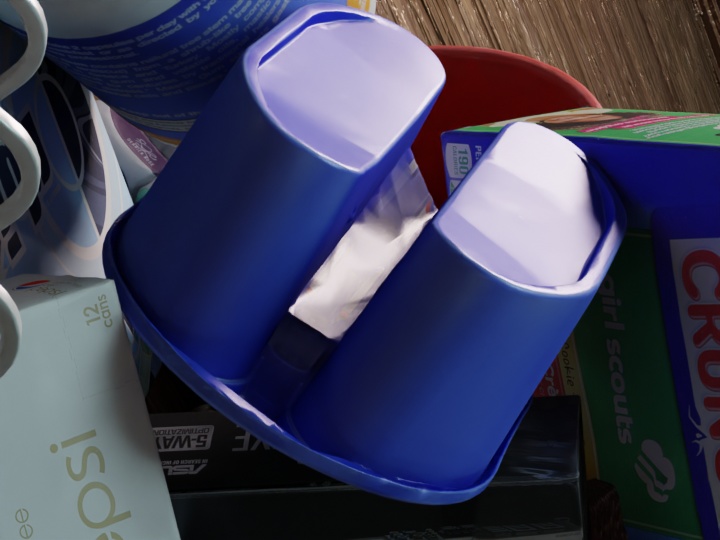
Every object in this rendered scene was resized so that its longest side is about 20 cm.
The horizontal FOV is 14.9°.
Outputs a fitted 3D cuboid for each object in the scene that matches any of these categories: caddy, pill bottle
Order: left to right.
[{"bbox_3d":[-0.074,-0.118,0.899,0.200,0.112,0.112,41,38,-67],"label":"pill bottle"},{"bbox_3d":[0.000,0.000,0.870,0.141,0.105,0.200,35,21,2],"label":"caddy"}]

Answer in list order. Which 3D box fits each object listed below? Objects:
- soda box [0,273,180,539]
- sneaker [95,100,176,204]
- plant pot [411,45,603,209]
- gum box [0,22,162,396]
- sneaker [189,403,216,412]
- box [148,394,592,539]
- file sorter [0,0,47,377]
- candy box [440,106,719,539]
[{"bbox_3d":[-0.090,0.105,0.826,0.064,0.068,0.201,3,-71,59],"label":"soda box"},{"bbox_3d":[-0.028,-0.005,1.027,0.200,0.087,0.075,50,-27,25],"label":"sneaker"},{"bbox_3d":[0.024,0.029,1.202,0.201,0.200,0.178,-85,166,-53],"label":"plant pot"},{"bbox_3d":[-0.128,-0.029,0.922,0.170,0.044,0.200,-71,143,-66],"label":"gum box"},{"bbox_3d":[-0.025,0.112,1.123,0.200,0.075,0.079,45,31,-64],"label":"sneaker"},{"bbox_3d":[0.006,0.139,0.967,0.050,0.157,0.200,-82,168,-55],"label":"box"},{"bbox_3d":[-0.150,0.004,0.571,0.139,0.124,0.200,40,33,-34],"label":"file sorter"},{"bbox_3d":[0.121,0.032,0.948,0.077,0.200,0.170,-14,102,-34],"label":"candy box"}]
